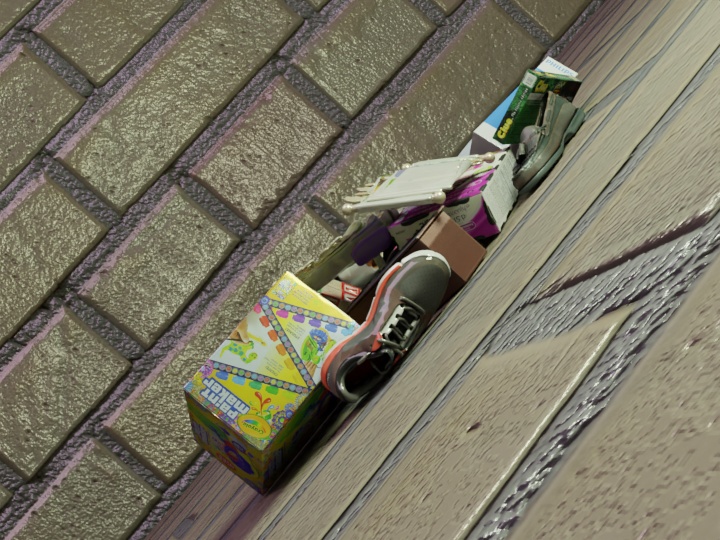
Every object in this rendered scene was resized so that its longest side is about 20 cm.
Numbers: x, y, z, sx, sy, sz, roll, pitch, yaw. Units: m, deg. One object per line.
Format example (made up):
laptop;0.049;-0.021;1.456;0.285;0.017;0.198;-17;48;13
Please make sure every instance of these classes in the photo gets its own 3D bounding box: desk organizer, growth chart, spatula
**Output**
desk organizer;0.061;0.019;1.344;0.200;0.077;0.072;-47;2;46
growth chart;-0.024;-0.022;1.427;0.200;0.018;0.145;-37;-14;-5
spatula;0.037;0.007;1.441;0.056;0.021;0.200;-35;-39;-2
growth chart;0.069;-0.109;1.364;0.144;0.018;0.200;-4;19;27

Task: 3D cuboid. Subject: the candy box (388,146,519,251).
candy box;0.130;-0.087;1.453;0.136;0.061;0.200;-21;14;24

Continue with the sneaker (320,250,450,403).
sneaker;0.038;0.071;1.232;0.200;0.077;0.082;-53;21;6

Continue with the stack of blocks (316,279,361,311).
stack of blocks;-0.062;0.113;1.557;0.059;0.114;0.201;-90;22;-67

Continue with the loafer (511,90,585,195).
loafer;0.229;-0.167;1.439;0.072;0.063;0.200;-44;4;43

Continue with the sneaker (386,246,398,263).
sneaker;0.066;0.000;1.586;0.121;0.084;0.200;-44;-7;-42

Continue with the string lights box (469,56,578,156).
string lights box;0.243;-0.218;1.665;0.200;0.059;0.103;-46;-22;-28

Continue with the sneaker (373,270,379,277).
sneaker;0.045;0.021;1.780;0.118;0.074;0.200;-51;8;-17

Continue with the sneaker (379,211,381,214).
sneaker;0.079;-0.075;1.755;0.199;0.076;0.115;-141;54;-65

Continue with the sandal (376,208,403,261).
sandal;0.041;-0.061;1.660;0.201;0.079;0.058;-31;50;49

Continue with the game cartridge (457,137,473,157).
game cartridge;0.201;-0.171;1.802;0.200;0.041;0.133;-50;-30;-11

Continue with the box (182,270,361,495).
box;-0.106;0.142;1.360;0.193;0.122;0.200;-49;-13;-22

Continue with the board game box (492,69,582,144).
board game box;0.251;-0.227;1.554;0.105;0.023;0.200;-61;-21;19

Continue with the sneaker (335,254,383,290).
sneaker;0.000;0.000;1.646;0.084;0.073;0.200;-35;-8;-6
